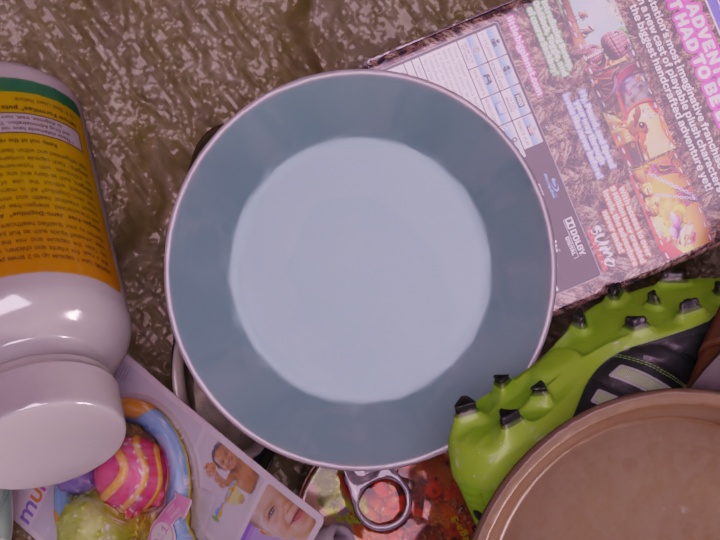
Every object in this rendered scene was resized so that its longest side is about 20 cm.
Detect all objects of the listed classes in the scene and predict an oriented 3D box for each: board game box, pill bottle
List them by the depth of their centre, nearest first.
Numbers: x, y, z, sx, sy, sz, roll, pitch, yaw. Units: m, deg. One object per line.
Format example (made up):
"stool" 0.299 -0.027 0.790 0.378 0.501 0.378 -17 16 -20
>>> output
"pill bottle" -0.178 0.004 1.114 0.112 0.113 0.201 -16 60 -2
"board game box" 0.119 -0.068 1.170 0.198 0.097 0.161 -22 87 -3

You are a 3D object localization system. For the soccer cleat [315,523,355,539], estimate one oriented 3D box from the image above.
"soccer cleat" -0.046 0.163 1.143 0.198 0.070 0.087 16 98 23

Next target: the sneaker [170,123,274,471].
"sneaker" -0.065 0.018 1.163 0.066 0.090 0.202 1 86 -1

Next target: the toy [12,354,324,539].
"toy" -0.119 0.120 1.117 0.199 0.047 0.116 35 103 31

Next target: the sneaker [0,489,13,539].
"sneaker" -0.201 0.173 1.113 0.073 0.118 0.202 -2 105 -24

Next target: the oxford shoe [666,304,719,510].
"oxford shoe" 0.196 0.040 1.057 0.071 0.071 0.201 26 94 -9

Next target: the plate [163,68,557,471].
"plate" 0.000 0.000 1.106 0.198 0.026 0.202 0 87 3

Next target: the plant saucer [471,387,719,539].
"plant saucer" 0.142 0.152 1.019 0.198 0.029 0.202 -1 98 -7

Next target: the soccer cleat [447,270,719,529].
"soccer cleat" 0.120 0.065 1.083 0.199 0.067 0.082 -30 119 -32

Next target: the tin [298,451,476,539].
"tin" 0.038 0.178 1.183 0.111 0.042 0.201 -27 88 -7
